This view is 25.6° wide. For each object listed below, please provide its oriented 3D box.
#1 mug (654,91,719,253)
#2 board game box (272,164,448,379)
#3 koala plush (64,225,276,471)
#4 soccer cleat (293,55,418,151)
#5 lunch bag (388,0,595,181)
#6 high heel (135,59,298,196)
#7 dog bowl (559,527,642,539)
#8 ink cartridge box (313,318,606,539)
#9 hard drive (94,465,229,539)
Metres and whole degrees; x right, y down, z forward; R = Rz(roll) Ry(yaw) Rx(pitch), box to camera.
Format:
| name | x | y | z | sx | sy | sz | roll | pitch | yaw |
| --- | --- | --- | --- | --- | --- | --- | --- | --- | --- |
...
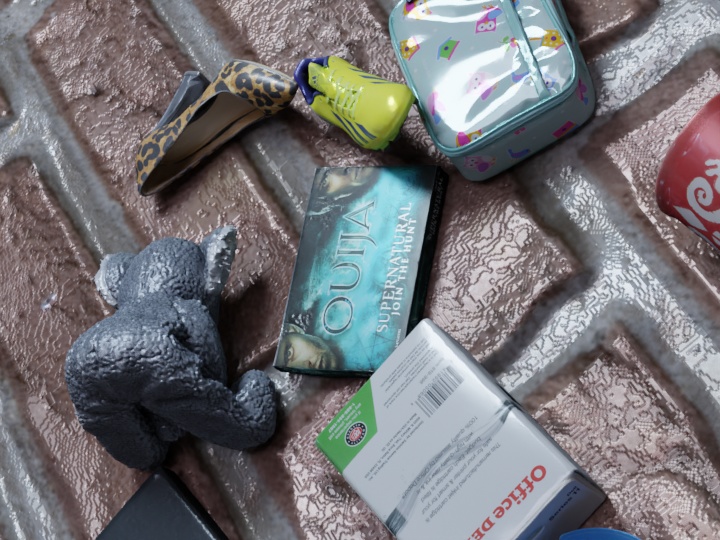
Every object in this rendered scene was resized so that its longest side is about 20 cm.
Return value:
| name | x | y | z | sx | sy | sz | roll | pitch | yaw |
| --- | --- | --- | --- | --- | --- | --- | --- | --- | --- |
| mug | 0.354 | -0.053 | 1.204 | 0.178 | 0.133 | 0.200 | -47 | 57 | 7 |
| board game box | 0.000 | 0.000 | 1.451 | 0.135 | 0.028 | 0.201 | 0 | 69 | 30 |
| koala plush | -0.179 | 0.050 | 1.461 | 0.176 | 0.184 | 0.201 | -13 | 51 | 25 |
| soccer cleat | -0.011 | -0.159 | 1.449 | 0.065 | 0.083 | 0.200 | -57 | 22 | 0 |
| lunch bag | 0.120 | -0.197 | 1.436 | 0.160 | 0.077 | 0.201 | -29 | 58 | 18 |
| high heel | -0.143 | -0.132 | 1.561 | 0.199 | 0.071 | 0.143 | 4 | 64 | 50 |
| dog bowl | 0.139 | 0.264 | 1.182 | 0.199 | 0.050 | 0.112 | -15 | 41 | -15 |
| ink cartridge box | 0.080 | 0.162 | 1.296 | 0.147 | 0.083 | 0.200 | -47 | 54 | 5 |
| hard drive | -0.206 | 0.296 | 1.439 | 0.200 | 0.033 | 0.140 | -49 | 53 | 3 |
